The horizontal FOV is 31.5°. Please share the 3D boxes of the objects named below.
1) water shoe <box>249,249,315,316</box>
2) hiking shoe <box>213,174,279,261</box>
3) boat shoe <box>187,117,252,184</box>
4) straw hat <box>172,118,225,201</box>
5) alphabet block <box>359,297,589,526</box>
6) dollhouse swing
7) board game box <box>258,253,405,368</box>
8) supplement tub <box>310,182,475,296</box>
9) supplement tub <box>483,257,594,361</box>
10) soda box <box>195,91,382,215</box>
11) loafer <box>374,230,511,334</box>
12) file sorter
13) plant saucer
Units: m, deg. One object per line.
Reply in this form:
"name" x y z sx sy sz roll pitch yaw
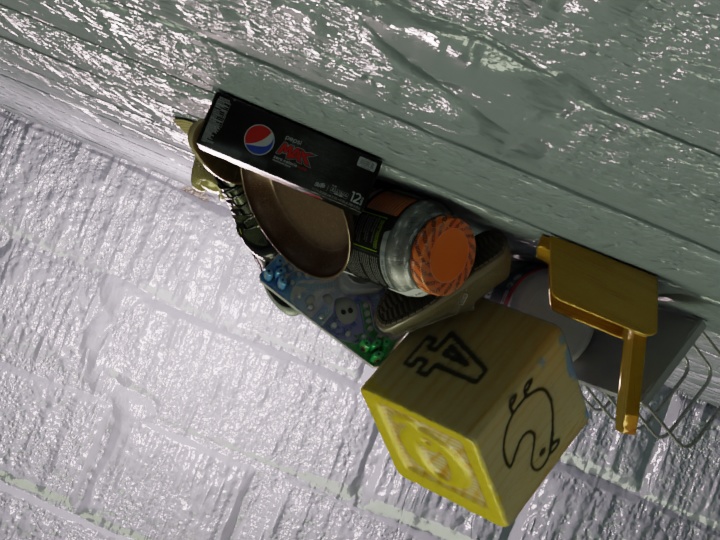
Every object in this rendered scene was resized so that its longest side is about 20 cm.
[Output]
"water shoe" -0.100 0.004 1.763 0.200 0.071 0.079 -117 2 -47
"hiking shoe" -0.160 -0.102 1.730 0.201 0.075 0.101 62 -170 23
"boat shoe" -0.158 -0.148 1.633 0.064 0.072 0.200 30 -178 37
"straw hat" -0.210 -0.151 1.899 0.200 0.086 0.201 22 178 1
"alphabet block" 0.151 0.173 1.655 0.196 0.200 0.196 19 146 40
"dollhouse swing" 0.266 0.079 1.510 0.181 0.177 0.200 22 179 9
"board game box" 0.000 0.000 1.698 0.200 0.200 0.026 37 149 7
"supplement tub" 0.041 -0.040 1.592 0.199 0.123 0.122 21 178 46
"supplement tub" 0.226 0.056 1.803 0.140 0.141 0.200 23 177 -25
"soda box" -0.079 -0.128 1.417 0.199 0.064 0.071 23 178 -4
"loafer" 0.112 0.028 1.625 0.068 0.199 0.076 50 -166 -41
"file sorter" 0.388 0.139 1.744 0.125 0.139 0.200 47 167 -27
"plant saucer" -0.070 -0.085 1.556 0.200 0.037 0.201 34 141 33
